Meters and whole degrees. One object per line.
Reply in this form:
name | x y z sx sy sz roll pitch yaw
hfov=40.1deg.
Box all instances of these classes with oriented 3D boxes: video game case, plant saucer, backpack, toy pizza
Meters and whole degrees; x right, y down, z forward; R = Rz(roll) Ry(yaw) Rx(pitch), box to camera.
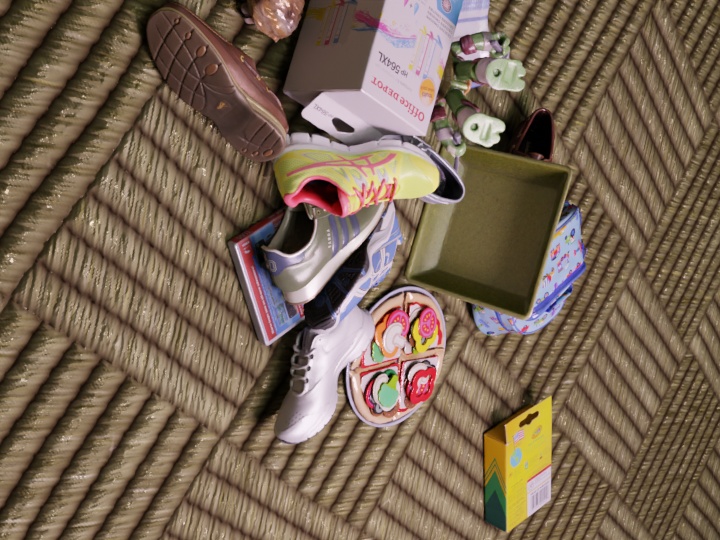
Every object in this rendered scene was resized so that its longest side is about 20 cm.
video game case | -0.065 -0.020 1.207 0.199 0.017 0.145 -36 126 -33
plant saucer | 0.175 -0.054 1.313 0.048 0.198 0.203 14 93 -55
backpack | 0.243 0.007 1.447 0.182 0.134 0.202 -34 128 -32
toy pizza | 0.058 0.123 1.368 0.199 0.031 0.203 -17 115 -41

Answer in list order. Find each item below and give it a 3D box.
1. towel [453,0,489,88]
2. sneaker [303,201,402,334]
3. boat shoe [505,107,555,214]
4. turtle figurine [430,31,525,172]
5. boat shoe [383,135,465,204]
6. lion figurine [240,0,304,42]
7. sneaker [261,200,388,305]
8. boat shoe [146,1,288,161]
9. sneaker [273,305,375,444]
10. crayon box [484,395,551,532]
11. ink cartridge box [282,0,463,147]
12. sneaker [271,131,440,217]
towel | 0.120 -0.331 1.290 0.146 0.024 0.203 -20 117 -39
sneaker | 0.000 0.000 1.196 0.201 0.075 0.077 -58 137 -27
boat shoe | 0.232 -0.144 1.383 0.070 0.071 0.202 20 55 -9
turtle figurine | 0.147 -0.212 1.196 0.143 0.194 0.201 -37 116 1
boat shoe | 0.063 -0.144 1.251 0.200 0.071 0.071 32 80 -40
lion figurine | -0.081 -0.355 1.045 0.122 0.072 0.202 35 73 -53
sneaker | -0.042 -0.062 1.154 0.201 0.067 0.090 -53 132 -20
boat shoe | -0.147 -0.203 1.037 0.200 0.071 0.068 47 36 -34
sneaker | -0.059 0.117 1.221 0.087 0.074 0.202 49 60 -45
crayon box | 0.260 0.309 1.619 0.126 0.050 0.203 -22 118 -39
ink cartridge box | 0.014 -0.245 1.118 0.128 0.124 0.203 24 78 -47
sneaker | -0.005 -0.095 1.113 0.197 0.091 0.079 2 143 -10
